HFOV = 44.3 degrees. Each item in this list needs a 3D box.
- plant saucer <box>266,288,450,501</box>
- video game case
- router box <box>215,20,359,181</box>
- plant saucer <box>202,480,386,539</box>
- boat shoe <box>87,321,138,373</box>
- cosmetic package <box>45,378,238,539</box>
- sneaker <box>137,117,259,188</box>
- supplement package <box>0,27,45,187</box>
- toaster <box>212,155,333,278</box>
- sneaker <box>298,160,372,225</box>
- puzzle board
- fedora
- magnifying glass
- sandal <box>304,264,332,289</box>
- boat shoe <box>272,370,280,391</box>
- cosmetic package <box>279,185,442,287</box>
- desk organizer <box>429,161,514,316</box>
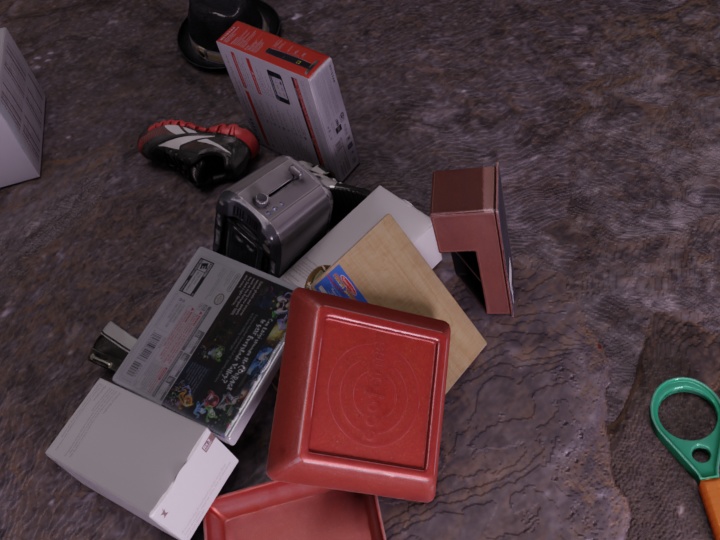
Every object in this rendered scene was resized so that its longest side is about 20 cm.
[{"bbox_3d":[0.010,0.133,0.947,0.197,0.037,0.204,13,74,-21],"label":"plant saucer"},{"bbox_3d":[-0.172,0.083,1.054,0.179,0.023,0.202,20,66,24],"label":"video game case"},{"bbox_3d":[-0.100,-0.238,1.256,0.178,0.201,0.049,29,65,29],"label":"router box"},{"bbox_3d":[-0.063,0.319,0.940,0.196,0.037,0.202,-16,51,2],"label":"plant saucer"},{"bbox_3d":[-0.263,0.137,1.107,0.198,0.071,0.064,27,74,30],"label":"boat shoe"},{"bbox_3d":[-0.251,0.213,1.011,0.198,0.082,0.114,18,62,35],"label":"cosmetic package"},{"bbox_3d":[-0.254,-0.174,1.327,0.196,0.071,0.099,6,53,15],"label":"sneaker"},{"bbox_3d":[-0.611,-0.252,1.420,0.149,0.152,0.202,-15,52,1],"label":"supplement package"},{"bbox_3d":[-0.113,-0.052,1.146,0.113,0.201,0.129,39,57,15],"label":"toaster"},{"bbox_3d":[-0.062,-0.118,1.238,0.196,0.075,0.089,6,51,22],"label":"sneaker"},{"bbox_3d":[0.046,0.055,1.028,0.151,0.017,0.201,-42,98,-34],"label":"puzzle board"},{"bbox_3d":[-0.234,-0.435,1.501,0.196,0.092,0.203,-6,53,8],"label":"fedora"},{"bbox_3d":[0.362,0.203,0.934,0.078,0.023,0.203,-10,53,6],"label":"magnifying glass"},{"bbox_3d":[0.005,0.078,1.038,0.054,0.199,0.081,-24,31,53],"label":"sandal"},{"bbox_3d":[-0.093,0.101,1.085,0.072,0.072,0.199,-41,55,-17],"label":"boat shoe"},{"bbox_3d":[0.000,0.000,1.130,0.199,0.085,0.107,-41,55,-18],"label":"cosmetic package"},{"bbox_3d":[0.136,-0.030,1.048,0.075,0.201,0.073,-3,52,14],"label":"desk organizer"}]
